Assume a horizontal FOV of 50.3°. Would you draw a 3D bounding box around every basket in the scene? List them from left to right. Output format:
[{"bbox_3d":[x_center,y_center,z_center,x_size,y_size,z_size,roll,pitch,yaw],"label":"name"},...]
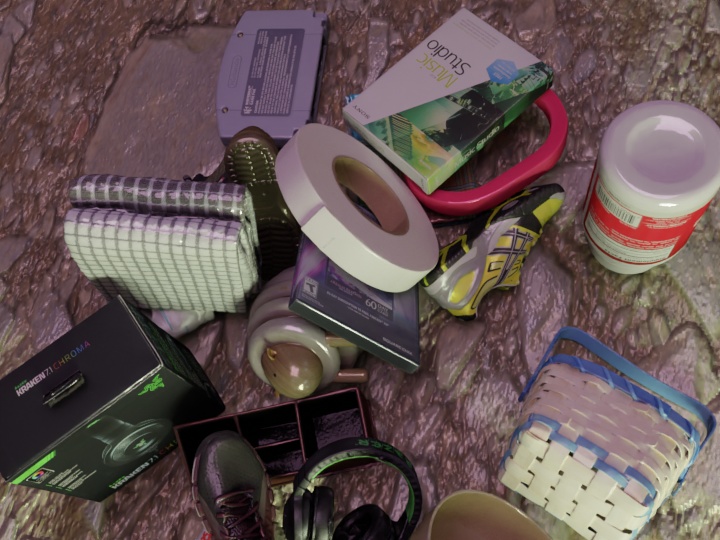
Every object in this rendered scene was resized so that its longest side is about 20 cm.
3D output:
[{"bbox_3d":[0.230,0.149,0.733,0.176,0.139,0.200,33,48,22],"label":"basket"}]

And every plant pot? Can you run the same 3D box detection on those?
[{"bbox_3d":[0.096,0.315,0.667,0.134,0.200,0.200,-50,64,27],"label":"plant pot"}]

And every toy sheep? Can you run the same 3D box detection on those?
[{"bbox_3d":[-0.052,0.057,0.810,0.138,0.138,0.200,1,33,9],"label":"toy sheep"}]

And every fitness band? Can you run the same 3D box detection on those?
[{"bbox_3d":[0.142,-0.146,0.885,0.200,0.037,0.144,-33,64,-5],"label":"fitness band"}]

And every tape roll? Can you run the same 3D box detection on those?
[{"bbox_3d":[0.000,-0.067,0.797,0.037,0.203,0.203,-42,64,26],"label":"tape roll"}]

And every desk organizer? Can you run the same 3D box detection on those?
[{"bbox_3d":[-0.085,0.180,0.792,0.200,0.077,0.072,-13,66,4],"label":"desk organizer"}]

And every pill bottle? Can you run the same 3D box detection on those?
[{"bbox_3d":[0.284,-0.071,0.769,0.112,0.200,0.112,-3,68,8],"label":"pill bottle"}]

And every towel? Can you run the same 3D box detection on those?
[{"bbox_3d":[-0.185,-0.026,0.766,0.165,0.200,0.086,3,69,-2],"label":"towel"},{"bbox_3d":[0.060,-0.142,0.931,0.146,0.022,0.200,-9,67,6],"label":"towel"}]

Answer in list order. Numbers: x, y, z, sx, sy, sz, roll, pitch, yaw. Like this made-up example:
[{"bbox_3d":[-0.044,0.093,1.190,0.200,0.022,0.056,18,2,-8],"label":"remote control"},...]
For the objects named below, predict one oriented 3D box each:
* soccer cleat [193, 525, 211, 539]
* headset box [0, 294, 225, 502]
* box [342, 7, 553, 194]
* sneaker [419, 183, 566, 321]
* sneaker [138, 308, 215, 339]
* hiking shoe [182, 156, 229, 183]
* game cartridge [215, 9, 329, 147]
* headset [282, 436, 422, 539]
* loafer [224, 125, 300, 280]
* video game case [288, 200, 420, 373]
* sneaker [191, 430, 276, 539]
[{"bbox_3d":[-0.178,0.321,0.757,0.085,0.069,0.200,12,75,9],"label":"soccer cleat"},{"bbox_3d":[-0.256,0.134,0.772,0.174,0.200,0.093,-36,67,-7],"label":"headset box"},{"bbox_3d":[0.099,-0.198,0.877,0.200,0.036,0.144,-43,66,-9],"label":"box"},{"bbox_3d":[0.155,-0.024,0.852,0.200,0.075,0.076,-39,101,-13],"label":"sneaker"},{"bbox_3d":[-0.257,0.002,0.889,0.080,0.070,0.200,-36,66,-22],"label":"sneaker"},{"bbox_3d":[-0.119,-0.121,0.922,0.200,0.076,0.101,-22,70,0],"label":"hiking shoe"},{"bbox_3d":[-0.117,-0.249,0.997,0.133,0.042,0.200,2,68,14],"label":"game cartridge"},{"bbox_3d":[-0.020,0.257,0.729,0.123,0.094,0.200,26,104,-12],"label":"headset"},{"bbox_3d":[-0.102,-0.074,0.849,0.076,0.200,0.067,0,42,2],"label":"loafer"},{"bbox_3d":[0.000,0.000,0.792,0.143,0.019,0.200,30,36,-20],"label":"video game case"},{"bbox_3d":[-0.093,0.245,0.691,0.076,0.115,0.200,-12,88,-27],"label":"sneaker"}]
